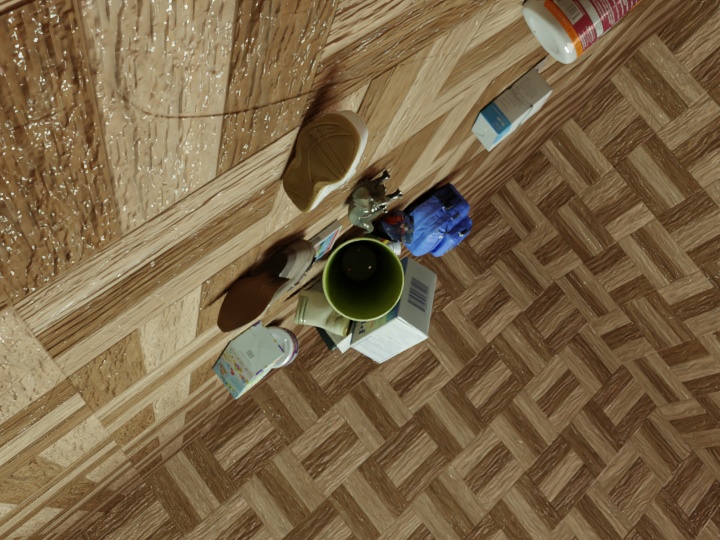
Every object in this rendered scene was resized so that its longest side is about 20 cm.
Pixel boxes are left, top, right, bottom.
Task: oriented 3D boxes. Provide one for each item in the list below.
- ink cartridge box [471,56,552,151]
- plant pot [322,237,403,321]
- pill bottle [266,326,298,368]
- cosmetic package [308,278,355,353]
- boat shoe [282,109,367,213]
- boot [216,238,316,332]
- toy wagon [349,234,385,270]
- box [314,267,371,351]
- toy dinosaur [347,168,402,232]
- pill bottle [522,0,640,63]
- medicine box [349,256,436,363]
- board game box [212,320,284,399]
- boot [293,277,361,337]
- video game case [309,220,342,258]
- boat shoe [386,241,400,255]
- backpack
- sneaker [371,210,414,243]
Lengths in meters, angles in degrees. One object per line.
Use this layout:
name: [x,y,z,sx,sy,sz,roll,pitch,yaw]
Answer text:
ink cartridge box: [0.348,-0.366,1.489,0.199,0.068,0.116,-40,175,-5]
plant pot: [0.000,0.000,1.599,0.186,0.188,0.200,-40,-168,5]
pill bottle: [-0.234,0.217,1.914,0.111,0.112,0.200,-39,175,-3]
cosmetic package: [-0.075,0.117,1.776,0.082,0.200,0.051,-36,143,-7]
boat shoe: [-0.033,-0.135,0.777,0.069,0.071,0.200,-38,-178,-27]
boot: [-0.153,0.027,1.182,0.200,0.070,0.146,-44,172,11]
toy wagon: [-0.001,-0.042,1.824,0.199,0.040,0.155,-41,174,4]
box: [-0.022,0.108,1.900,0.147,0.125,0.201,-13,150,-48]
toy dinosaur: [0.013,-0.123,1.229,0.101,0.078,0.200,-24,173,-24]
pill bottle: [0.335,-0.399,0.941,0.199,0.110,0.109,-41,174,11]
medicine box: [0.079,0.098,1.648,0.199,0.102,0.185,-35,-147,46]
board game box: [-0.285,0.229,1.704,0.103,0.105,0.200,-36,174,-35]
boot: [-0.080,0.064,1.720,0.073,0.151,0.203,91,13,-55]
video game case: [-0.126,-0.014,1.328,0.199,0.018,0.143,-38,174,-21]
boat shoe: [0.067,-0.070,1.990,0.065,0.075,0.200,-5,176,-9]
backpack: [0.210,-0.131,1.915,0.199,0.168,0.163,-30,164,-38]
sneaker: [0.084,-0.117,1.720,0.199,0.074,0.080,-2,108,-66]
